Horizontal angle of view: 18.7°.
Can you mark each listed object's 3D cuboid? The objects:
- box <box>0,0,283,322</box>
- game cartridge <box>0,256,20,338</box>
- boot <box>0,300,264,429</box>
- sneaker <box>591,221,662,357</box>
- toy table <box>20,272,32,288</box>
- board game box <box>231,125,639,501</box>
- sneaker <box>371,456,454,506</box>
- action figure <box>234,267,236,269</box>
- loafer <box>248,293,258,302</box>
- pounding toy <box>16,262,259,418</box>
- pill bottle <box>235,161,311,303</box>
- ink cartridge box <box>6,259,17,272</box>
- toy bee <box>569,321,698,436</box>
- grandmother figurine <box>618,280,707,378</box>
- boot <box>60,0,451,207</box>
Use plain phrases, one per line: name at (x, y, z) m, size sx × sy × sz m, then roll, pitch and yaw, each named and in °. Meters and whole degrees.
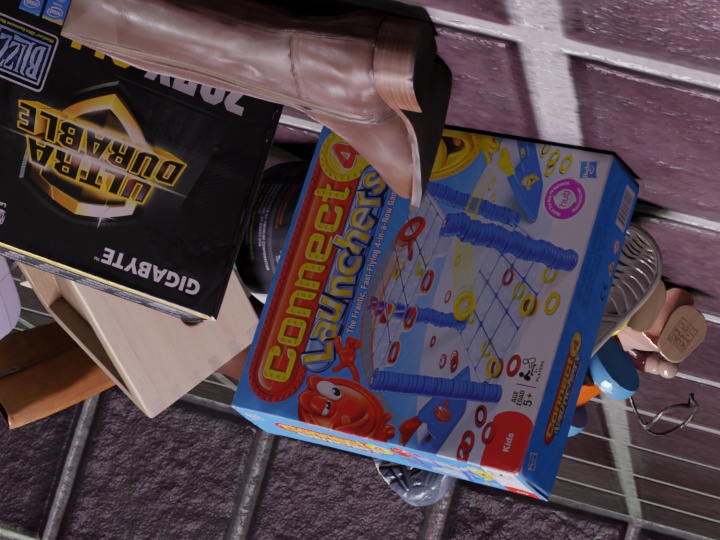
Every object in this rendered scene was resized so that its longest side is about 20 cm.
box at (-0.153, -0.076, 1.236) m, size 0.199 × 0.160 × 0.049 m, roll 21°, pitch 169°, yaw -23°
game cartridge at (-0.317, -0.039, 1.521) m, size 0.133 × 0.042 × 0.201 m, roll 0°, pitch 127°, yaw 37°
boot at (-0.162, 0.064, 1.556) m, size 0.199 × 0.069 × 0.188 m, roll -18°, pitch -144°, yaw -23°
sneaker at (0.107, 0.045, 1.403) m, size 0.075 × 0.200 × 0.106 m, roll 52°, pitch 180°, yaw -2°
toy table at (-0.225, -0.045, 1.681) m, size 0.183 × 0.118 × 0.200 m, roll 17°, pitch 172°, yaw -3°
board game box at (0.045, 0.016, 1.310) m, size 0.195 × 0.201 × 0.056 m, roll 11°, pitch 165°, yaw 28°
sneaker at (0.057, 0.086, 1.476) m, size 0.077 × 0.201 × 0.086 m, roll -15°, pitch 130°, yaw 20°
action figure at (-0.082, -0.016, 1.777) m, size 0.200 × 0.055 × 0.118 m, roll 32°, pitch 174°, yaw -28°
loafer at (0.000, 0.000, 1.601) m, size 0.199 × 0.071 × 0.073 m, roll -15°, pitch -163°, yaw 23°
pounding toy at (-0.153, -0.020, 1.499) m, size 0.184 × 0.142 × 0.200 m, roll 40°, pitch 162°, yaw 44°
pill bottle at (0.010, -0.019, 1.455) m, size 0.106 × 0.107 × 0.200 m, roll 23°, pitch 169°, yaw -37°
ink cartridge box at (-0.354, -0.069, 1.589) m, size 0.200 × 0.043 × 0.198 m, roll -14°, pitch 118°, yaw 48°
toy bee at (0.142, 0.061, 1.526) m, size 0.131 × 0.109 × 0.200 m, roll -29°, pitch 154°, yaw 10°
grandmother figurine at (0.193, 0.041, 1.660) m, size 0.121 × 0.061 × 0.200 m, roll 47°, pitch 166°, yaw -12°
boot at (-0.055, -0.106, 1.187) m, size 0.199 × 0.065 × 0.187 m, roll 11°, pitch 157°, yaw 11°
